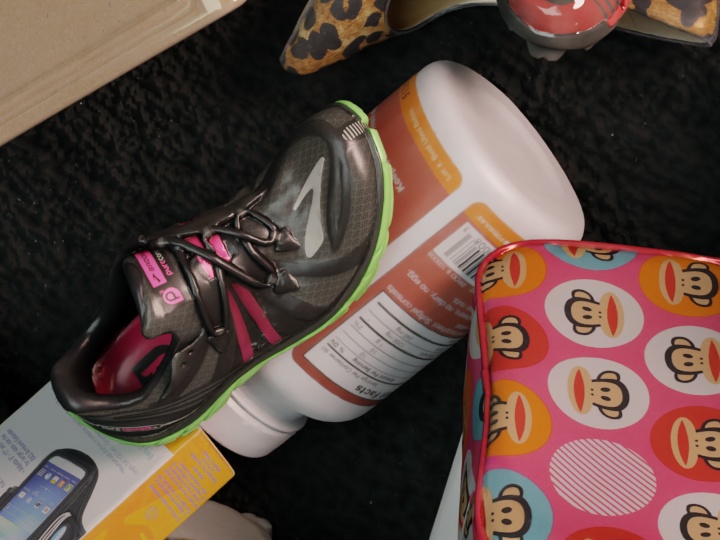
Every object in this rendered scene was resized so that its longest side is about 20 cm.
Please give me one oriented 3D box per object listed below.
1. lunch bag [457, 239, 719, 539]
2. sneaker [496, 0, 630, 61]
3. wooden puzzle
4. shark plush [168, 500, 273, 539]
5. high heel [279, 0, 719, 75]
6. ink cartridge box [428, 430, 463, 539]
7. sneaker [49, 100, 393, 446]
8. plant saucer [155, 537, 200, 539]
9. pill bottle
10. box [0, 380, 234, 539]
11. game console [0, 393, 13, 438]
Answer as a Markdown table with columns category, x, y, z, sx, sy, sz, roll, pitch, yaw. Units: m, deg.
| category | x | y | z | sx | sy | sz | roll | pitch | yaw |
| --- | --- | --- | --- | --- | --- | --- | --- | --- | --- |
| lunch bag | 0.131 | 0.076 | 0.988 | 0.175 | 0.200 | 0.082 | 4 | 133 | 2 |
| sneaker | 0.108 | -0.192 | 1.016 | 0.071 | 0.098 | 0.201 | 18 | 69 | 7 |
| wooden puzzle | -0.170 | -0.164 | 1.071 | 0.199 | 0.037 | 0.186 | -28 | 93 | 16 |
| shark plush | -0.071 | 0.161 | 1.194 | 0.199 | 0.091 | 0.084 | 14 | 122 | 3 |
| high heel | 0.066 | -0.119 | 1.091 | 0.200 | 0.071 | 0.143 | -37 | 74 | 11 |
| ink cartridge box | 0.131 | 0.155 | 1.081 | 0.199 | 0.084 | 0.146 | 21 | 102 | 19 |
| sneaker | -0.061 | 0.006 | 1.028 | 0.200 | 0.084 | 0.077 | -48 | 63 | 16 |
| plant saucer | -0.060 | 0.218 | 1.137 | 0.199 | 0.032 | 0.201 | 18 | 134 | 20 |
| pill bottle | 0.000 | 0.000 | 1.107 | 0.200 | 0.112 | 0.112 | -38 | 80 | 20 |
| box | -0.168 | 0.130 | 1.123 | 0.200 | 0.042 | 0.119 | -43 | 37 | -8 |
| game console | -0.286 | 0.093 | 1.252 | 0.176 | 0.117 | 0.200 | -37 | 59 | -9 |
